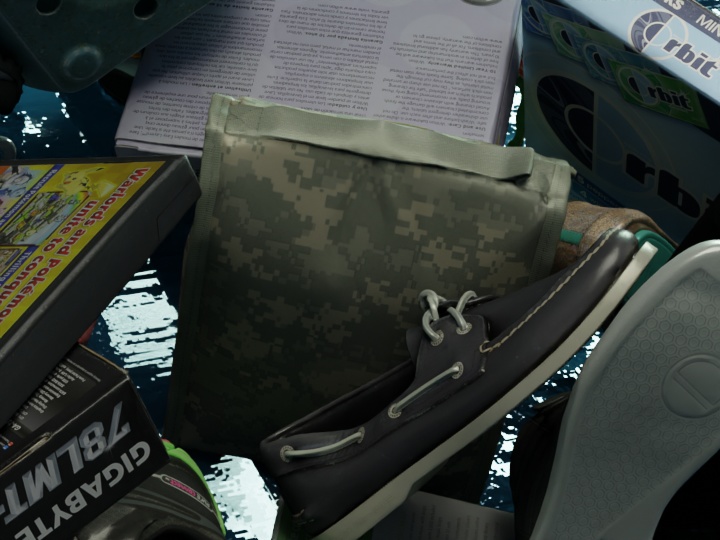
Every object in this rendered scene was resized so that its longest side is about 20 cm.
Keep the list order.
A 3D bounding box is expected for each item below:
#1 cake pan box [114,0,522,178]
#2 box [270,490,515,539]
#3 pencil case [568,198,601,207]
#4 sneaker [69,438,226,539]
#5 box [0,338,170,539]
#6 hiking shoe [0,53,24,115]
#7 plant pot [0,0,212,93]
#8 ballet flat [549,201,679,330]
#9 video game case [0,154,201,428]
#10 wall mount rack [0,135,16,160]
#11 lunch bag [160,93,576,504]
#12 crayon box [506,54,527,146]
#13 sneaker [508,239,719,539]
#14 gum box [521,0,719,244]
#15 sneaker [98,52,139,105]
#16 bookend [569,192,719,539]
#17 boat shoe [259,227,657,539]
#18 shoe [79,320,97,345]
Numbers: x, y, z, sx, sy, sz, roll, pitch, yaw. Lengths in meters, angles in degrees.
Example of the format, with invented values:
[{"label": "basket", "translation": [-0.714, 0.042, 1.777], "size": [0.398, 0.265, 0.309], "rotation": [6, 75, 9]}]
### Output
[{"label": "cake pan box", "translation": [-0.017, -0.114, 1.033], "size": [0.200, 0.052, 0.184], "rotation": [6, 55, 7]}, {"label": "box", "translation": [0.051, 0.164, 0.878], "size": [0.200, 0.036, 0.144], "rotation": [15, 37, -2]}, {"label": "pencil case", "translation": [0.029, -0.028, 1.065], "size": [0.200, 0.090, 0.078], "rotation": [19, 31, 5]}, {"label": "sneaker", "translation": [-0.137, 0.131, 0.824], "size": [0.200, 0.077, 0.084], "rotation": [-22, 53, -33]}, {"label": "box", "translation": [-0.206, 0.083, 0.779], "size": [0.198, 0.050, 0.200], "rotation": [-38, 34, -22]}, {"label": "hiking shoe", "translation": [-0.256, -0.073, 0.930], "size": [0.200, 0.087, 0.074], "rotation": [-2, 14, -27]}, {"label": "plant pot", "translation": [-0.157, -0.207, 0.985], "size": [0.196, 0.196, 0.200], "rotation": [-35, 50, 0]}, {"label": "ballet flat", "translation": [0.147, 0.014, 1.011], "size": [0.067, 0.200, 0.068], "rotation": [18, 76, 36]}, {"label": "video game case", "translation": [-0.186, 0.019, 0.796], "size": [0.181, 0.026, 0.200], "rotation": [0, 36, 33]}, {"label": "wall mount rack", "translation": [-0.280, -0.082, 1.051], "size": [0.174, 0.075, 0.200], "rotation": [-2, 40, -25]}, {"label": "lunch bag", "translation": [0.000, 0.000, 0.922], "size": [0.164, 0.200, 0.118], "rotation": [12, 48, -3]}, {"label": "crayon box", "translation": [0.017, -0.126, 1.154], "size": [0.051, 0.127, 0.200], "rotation": [-19, 48, -35]}, {"label": "sneaker", "translation": [0.109, 0.059, 0.851], "size": [0.071, 0.200, 0.099], "rotation": [15, 26, -10]}, {"label": "gum box", "translation": [0.161, -0.066, 1.027], "size": [0.170, 0.200, 0.045], "rotation": [37, 72, 20]}, {"label": "sneaker", "translation": [-0.054, -0.117, 1.153], "size": [0.200, 0.076, 0.092], "rotation": [28, 49, 15]}, {"label": "bookend", "translation": [0.226, 0.055, 0.926], "size": [0.200, 0.199, 0.092], "rotation": [2, 59, -18]}, {"label": "boat shoe", "translation": [0.036, 0.041, 0.839], "size": [0.063, 0.200, 0.073], "rotation": [49, 21, 4]}, {"label": "shoe", "translation": [-0.219, 0.015, 0.943], "size": [0.200, 0.072, 0.091], "rotation": [4, 59, 11]}]
